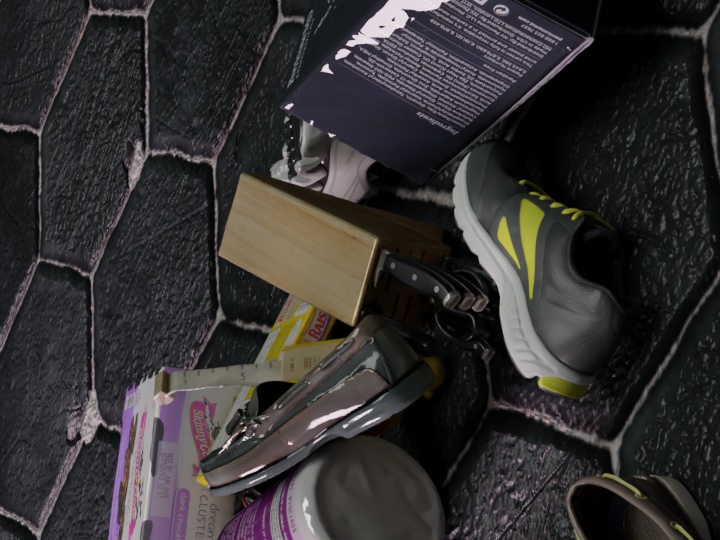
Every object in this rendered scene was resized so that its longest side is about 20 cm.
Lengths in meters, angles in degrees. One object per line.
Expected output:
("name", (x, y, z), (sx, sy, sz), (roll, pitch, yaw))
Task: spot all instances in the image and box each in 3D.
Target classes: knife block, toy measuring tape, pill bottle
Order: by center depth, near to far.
("knife block", (0.000, 0.000, 1.531), (0.176, 0.200, 0.064), (-67, -6, -81))
("pill bottle", (-0.037, 0.199, 1.582), (0.200, 0.112, 0.112), (-42, 45, 48))
("toy measuring tape", (-0.039, 0.087, 1.586), (0.074, 0.200, 0.074), (-8, -90, -83))

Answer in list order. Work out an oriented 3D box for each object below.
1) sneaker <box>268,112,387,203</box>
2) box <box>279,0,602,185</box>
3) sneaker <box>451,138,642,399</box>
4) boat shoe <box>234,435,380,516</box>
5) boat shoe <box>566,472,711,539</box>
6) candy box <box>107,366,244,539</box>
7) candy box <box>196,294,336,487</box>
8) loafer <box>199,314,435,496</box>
("sneaker", (-0.024, -0.062, 1.703), (0.200, 0.081, 0.075), (114, 151, -64))
("box", (0.063, -0.197, 1.481), (0.197, 0.124, 0.200), (-43, 26, 50))
("sneaker", (0.122, -0.014, 1.428), (0.085, 0.074, 0.200), (-43, 47, 28))
("boat shoe", (-0.058, 0.155, 1.693), (0.201, 0.063, 0.074), (-54, 38, 41))
("boat shoe", (0.175, 0.177, 1.255), (0.072, 0.060, 0.200), (-65, 31, 23))
("candy box", (-0.145, 0.167, 1.785), (0.200, 0.072, 0.168), (150, 127, -75))
("candy box", (-0.054, 0.066, 1.666), (0.200, 0.026, 0.102), (-63, 10, -15))
("loafer", (-0.038, 0.086, 1.508), (0.200, 0.072, 0.063), (-29, 98, 37))
